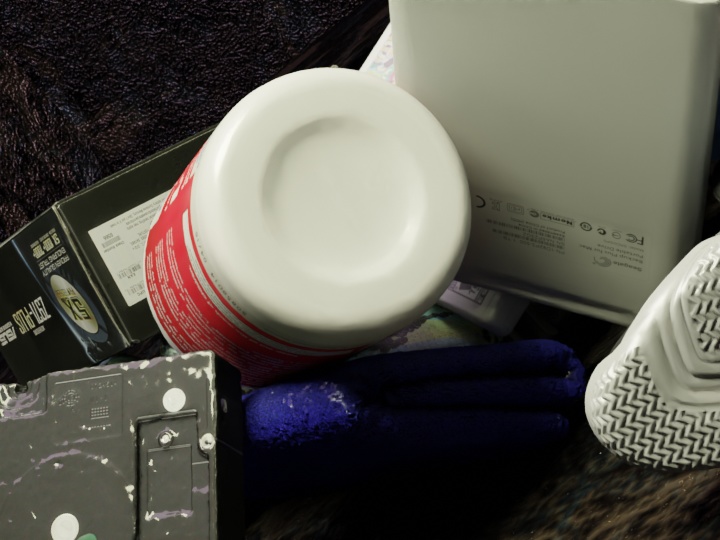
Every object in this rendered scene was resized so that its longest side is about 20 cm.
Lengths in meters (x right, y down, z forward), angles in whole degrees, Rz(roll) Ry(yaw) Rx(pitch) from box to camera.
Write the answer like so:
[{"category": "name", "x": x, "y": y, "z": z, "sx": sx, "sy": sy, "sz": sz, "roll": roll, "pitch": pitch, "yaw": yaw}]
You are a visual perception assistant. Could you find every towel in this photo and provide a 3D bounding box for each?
[{"category": "towel", "x": -0.008, "y": 0.078, "z": 0.848, "sx": 0.148, "sy": 0.050, "sz": 0.200, "roll": -4, "pitch": -12, "yaw": -37}]

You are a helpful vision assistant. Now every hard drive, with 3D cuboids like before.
[{"category": "hard drive", "x": -0.115, "y": 0.140, "z": 0.760, "sx": 0.140, "sy": 0.200, "sz": 0.038, "roll": -10, "pitch": -22, "yaw": 17}, {"category": "hard drive", "x": 0.079, "y": -0.056, "z": 0.757, "sx": 0.200, "sy": 0.132, "sz": 0.026, "roll": 84, "pitch": -154, "yaw": -50}]

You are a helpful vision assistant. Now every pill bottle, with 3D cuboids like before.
[{"category": "pill bottle", "x": -0.034, "y": -0.009, "z": 0.803, "sx": 0.112, "sy": 0.112, "sz": 0.200, "roll": -47, "pitch": 4, "yaw": -20}]

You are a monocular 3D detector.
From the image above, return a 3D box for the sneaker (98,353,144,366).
[{"category": "sneaker", "x": -0.156, "y": 0.136, "z": 1.120, "sx": 0.140, "sy": 0.078, "sz": 0.200, "roll": -68, "pitch": 8, "yaw": -21}]

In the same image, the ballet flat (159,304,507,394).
[{"category": "ballet flat", "x": -0.023, "y": 0.035, "z": 0.932, "sx": 0.200, "sy": 0.074, "sz": 0.074, "roll": -16, "pitch": 22, "yaw": 24}]

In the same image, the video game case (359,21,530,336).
[{"category": "video game case", "x": 0.062, "y": -0.083, "z": 0.923, "sx": 0.182, "sy": 0.024, "sz": 0.200, "roll": 27, "pitch": 84, "yaw": 48}]

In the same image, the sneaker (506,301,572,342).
[{"category": "sneaker", "x": 0.100, "y": -0.008, "z": 0.965, "sx": 0.200, "sy": 0.075, "sz": 0.115, "roll": -37, "pitch": -1, "yaw": 27}]

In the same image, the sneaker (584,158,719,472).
[{"category": "sneaker", "x": 0.155, "y": 0.001, "z": 0.690, "sx": 0.200, "sy": 0.076, "sz": 0.114, "roll": -39, "pitch": 9, "yaw": -11}]

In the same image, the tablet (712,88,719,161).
[{"category": "tablet", "x": 0.160, "y": -0.085, "z": 0.810, "sx": 0.200, "sy": 0.014, "sz": 0.130, "roll": 5, "pitch": -26, "yaw": -39}]

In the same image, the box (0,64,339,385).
[{"category": "box", "x": -0.103, "y": -0.021, "z": 1.046, "sx": 0.200, "sy": 0.086, "sz": 0.164, "roll": -30, "pitch": 3, "yaw": -32}]
